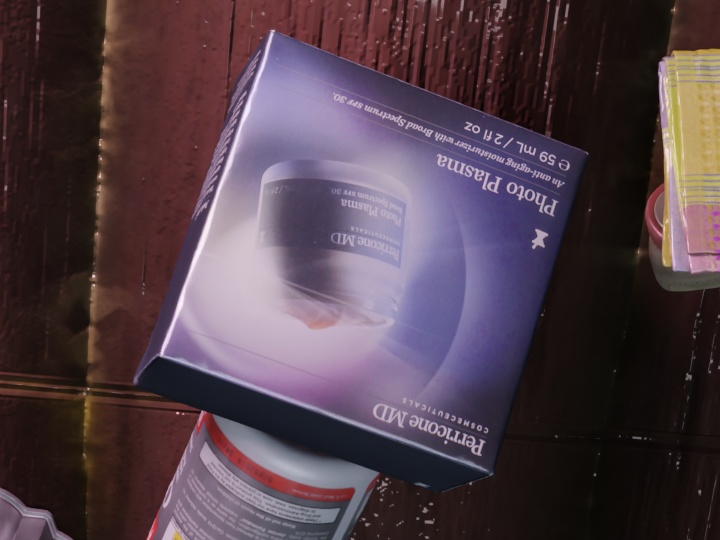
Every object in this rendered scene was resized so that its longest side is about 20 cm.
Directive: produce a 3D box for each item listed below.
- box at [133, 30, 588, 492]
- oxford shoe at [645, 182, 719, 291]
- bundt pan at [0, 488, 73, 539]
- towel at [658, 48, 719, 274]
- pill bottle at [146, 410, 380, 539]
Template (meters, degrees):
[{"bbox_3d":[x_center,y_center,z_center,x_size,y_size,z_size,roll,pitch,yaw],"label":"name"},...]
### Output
[{"bbox_3d":[0.000,0.000,1.218,0.200,0.123,0.199,20,77,-9],"label":"box"},{"bbox_3d":[0.269,-0.034,1.296,0.200,0.071,0.075,-9,143,-1],"label":"oxford shoe"},{"bbox_3d":[-0.270,0.240,1.391,0.202,0.076,0.202,0,112,0],"label":"bundt pan"},{"bbox_3d":[0.273,-0.065,1.252,0.200,0.144,0.023,-1,158,-1],"label":"towel"},{"bbox_3d":[-0.070,0.163,1.333,0.116,0.116,0.200,20,118,-9],"label":"pill bottle"}]
